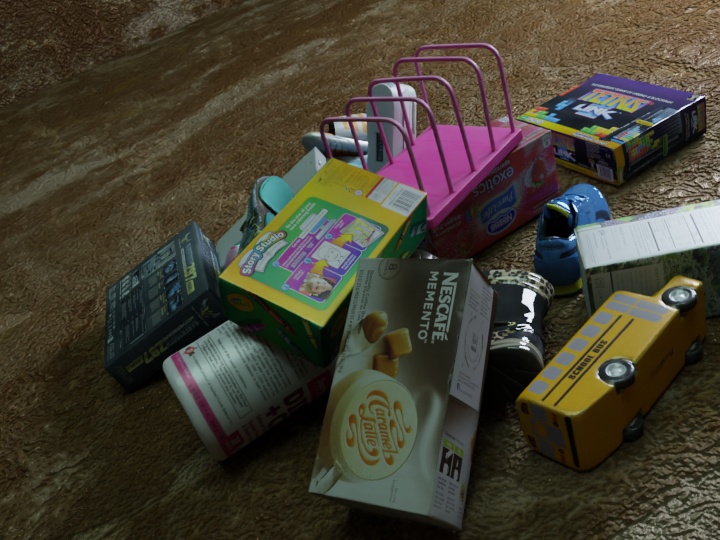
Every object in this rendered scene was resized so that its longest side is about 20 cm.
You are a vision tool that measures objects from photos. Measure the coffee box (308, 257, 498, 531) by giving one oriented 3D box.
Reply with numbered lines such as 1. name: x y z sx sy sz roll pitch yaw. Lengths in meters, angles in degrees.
1. coffee box: 0.041 0.098 0.671 0.112 0.080 0.205 2 69 30

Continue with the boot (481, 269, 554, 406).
1. boot: 0.095 0.067 0.790 0.196 0.074 0.151 -14 23 30

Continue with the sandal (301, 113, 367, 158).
1. sandal: 0.008 -0.199 1.195 0.201 0.061 0.079 4 -7 -23

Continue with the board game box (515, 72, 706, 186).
1. board game box: 0.336 -0.198 1.093 0.163 0.058 0.199 -31 32 -16

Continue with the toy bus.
1. toy bus: 0.226 0.081 0.700 0.199 0.066 0.077 -39 34 -29

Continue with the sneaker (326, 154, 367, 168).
1. sneaker: -0.002 -0.108 1.122 0.197 0.081 0.131 -5 30 40

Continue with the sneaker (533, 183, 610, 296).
1. sneaker: 0.239 -0.059 0.905 0.064 0.080 0.201 -2 33 29

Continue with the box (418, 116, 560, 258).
1. box: 0.142 -0.097 0.996 0.197 0.102 0.095 -30 32 -17

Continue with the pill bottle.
1. pill bottle: -0.087 0.088 0.805 0.197 0.115 0.113 -32 32 -13

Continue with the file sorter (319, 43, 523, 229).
1. file sorter: 0.069 -0.162 0.917 0.137 0.128 0.200 11 42 41

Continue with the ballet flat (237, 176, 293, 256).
1. ballet flat: -0.115 -0.047 0.938 0.072 0.076 0.201 -15 27 6

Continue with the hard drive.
1. hard drive: -0.124 -0.076 1.093 0.199 0.026 0.133 -42 20 13

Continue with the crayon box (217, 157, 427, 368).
1. crayon box: -0.030 -0.015 0.773 0.117 0.059 0.201 22 51 23

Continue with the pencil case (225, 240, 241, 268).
1. pencil case: -0.091 0.020 0.957 0.086 0.089 0.199 -29 30 -18

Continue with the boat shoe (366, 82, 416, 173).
1. boat shoe: 0.047 -0.139 1.045 0.064 0.205 0.073 -11 24 -41

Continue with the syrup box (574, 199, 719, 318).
1. syrup box: 0.314 -0.008 0.777 0.195 0.080 0.082 -11 30 13

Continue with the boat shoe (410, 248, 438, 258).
1. boat shoe: 0.000 0.000 0.867 0.196 0.074 0.075 26 39 11

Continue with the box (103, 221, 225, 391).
1. box: -0.248 0.039 1.014 0.156 0.051 0.201 -38 31 3
